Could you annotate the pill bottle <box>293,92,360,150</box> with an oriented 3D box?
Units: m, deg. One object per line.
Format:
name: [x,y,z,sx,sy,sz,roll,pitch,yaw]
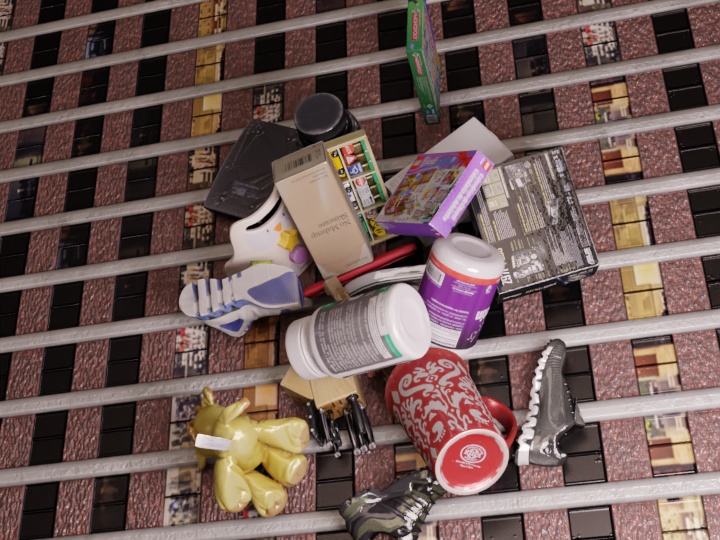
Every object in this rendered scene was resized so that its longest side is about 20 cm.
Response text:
pill bottle: [-0.045,-0.205,1.831,0.111,0.200,0.112,-7,59,12]

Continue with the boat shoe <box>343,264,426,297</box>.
boat shoe: [0.066,0.036,1.738,0.199,0.072,0.071,-12,73,18]

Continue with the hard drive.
hard drive: [-0.184,-0.174,1.947,0.134,0.042,0.201,16,67,23]

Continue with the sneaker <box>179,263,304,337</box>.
sneaker: [-0.186,0.053,1.779,0.198,0.115,0.081,-8,66,8]

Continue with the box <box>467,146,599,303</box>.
box: [0.263,-0.070,1.692,0.163,0.086,0.201,-17,78,1]

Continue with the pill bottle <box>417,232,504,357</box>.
pill bottle: [0.137,0.051,1.636,0.112,0.201,0.113,14,27,-7]

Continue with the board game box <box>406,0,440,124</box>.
board game box: [0.111,-0.368,1.878,0.029,0.200,0.135,-3,61,12]

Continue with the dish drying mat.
dish drying mat: [0.000,0.000,1.783,0.199,0.077,0.018,-24,95,2]

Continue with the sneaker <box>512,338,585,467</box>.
sneaker: [0.290,0.199,1.588,0.090,0.067,0.201,11,69,18]

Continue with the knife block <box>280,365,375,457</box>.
knife block: [-0.025,0.182,1.687,0.175,0.064,0.200,21,69,25]

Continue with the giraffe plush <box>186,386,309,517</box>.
giraffe plush: [-0.196,0.265,1.652,0.173,0.200,0.162,-59,30,-8]

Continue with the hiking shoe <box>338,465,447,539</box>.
hiking shoe: [0.074,0.348,1.570,0.199,0.076,0.101,-23,75,5]

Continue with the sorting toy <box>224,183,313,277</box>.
sorting toy: [-0.144,-0.068,1.794,0.107,0.180,0.200,35,76,30]

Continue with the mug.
mug: [0.145,0.210,1.540,0.177,0.134,0.200,-14,27,-9]

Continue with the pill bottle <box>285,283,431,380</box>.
pill bottle: [-0.006,0.096,1.598,0.199,0.113,0.114,-17,55,31]

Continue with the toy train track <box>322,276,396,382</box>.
toy train track: [0.001,0.100,1.719,0.114,0.033,0.200,-25,75,-35]

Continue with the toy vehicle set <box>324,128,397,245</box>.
toy vehicle set: [-0.020,-0.124,1.781,0.124,0.201,0.027,-21,34,3]

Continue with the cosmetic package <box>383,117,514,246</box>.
cosmetic package: [0.153,-0.150,1.815,0.200,0.081,0.113,-34,58,-6]

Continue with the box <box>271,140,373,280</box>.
box: [-0.059,-0.093,1.728,0.095,0.200,0.078,-24,32,6]

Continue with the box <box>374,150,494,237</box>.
box: [0.110,-0.118,1.670,0.137,0.039,0.200,-56,21,-10]
